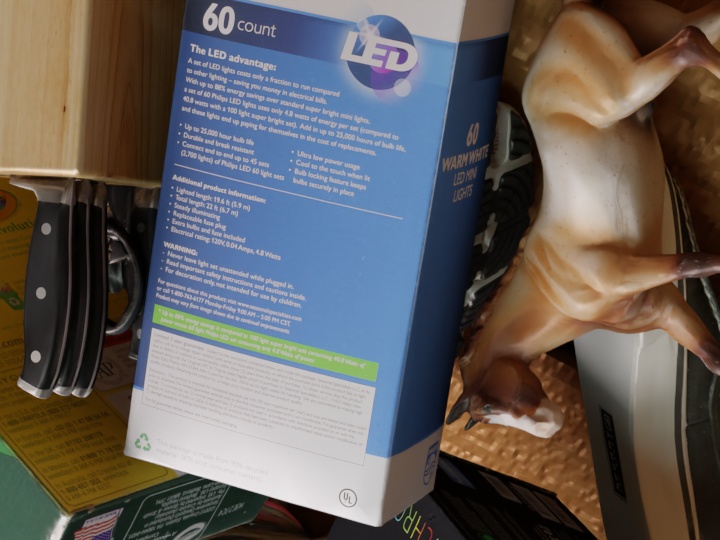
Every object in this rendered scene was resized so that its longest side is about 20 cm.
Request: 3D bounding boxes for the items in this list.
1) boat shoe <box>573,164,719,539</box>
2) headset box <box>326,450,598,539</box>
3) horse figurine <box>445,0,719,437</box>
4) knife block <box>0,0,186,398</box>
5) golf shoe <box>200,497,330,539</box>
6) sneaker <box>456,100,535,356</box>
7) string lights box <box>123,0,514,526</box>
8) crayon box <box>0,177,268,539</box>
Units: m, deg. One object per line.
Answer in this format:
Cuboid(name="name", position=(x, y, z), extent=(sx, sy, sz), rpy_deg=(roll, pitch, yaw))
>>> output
Cuboid(name="boat shoe", position=(0.121, 0.043, 0.913), extent=(0.063, 0.071, 0.201), rpy_deg=(-14, 114, -13))
Cuboid(name="headset box", position=(0.027, 0.191, 0.909), extent=(0.092, 0.174, 0.201), rpy_deg=(21, 101, -24))
Cuboid(name="horse figurine", position=(0.095, -0.035, 0.818), extent=(0.132, 0.050, 0.201), rpy_deg=(10, 104, 41))
Cuboid(name="knife block", position=(-0.110, -0.064, 0.845), extent=(0.064, 0.176, 0.200), rpy_deg=(4, 136, 25))
Cuboid(name="golf shoe", position=(-0.012, 0.155, 1.105), extent=(0.199, 0.092, 0.073), rpy_deg=(2, 134, 26))
Cuboid(name="sneaker", position=(0.000, 0.000, 0.940), extent=(0.085, 0.077, 0.200), rpy_deg=(49, 136, 25))
Cuboid(name="string lights box", position=(-0.014, -0.024, 0.842), extent=(0.102, 0.059, 0.201), rpy_deg=(14, 104, 20))
Cuboid(name="crayon box", position=(-0.134, 0.028, 0.938), extent=(0.200, 0.127, 0.051), rpy_deg=(46, 125, 24))
